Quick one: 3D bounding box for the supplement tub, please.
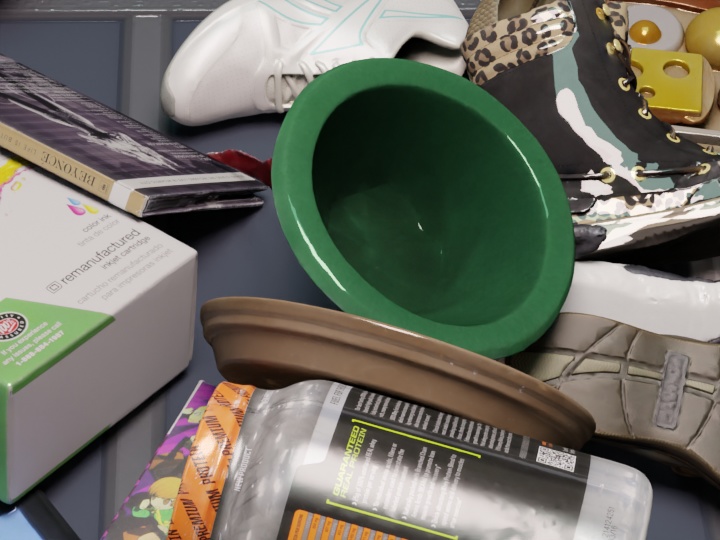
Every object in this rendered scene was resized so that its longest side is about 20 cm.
[{"bbox_3d":[0.020,0.121,1.014,0.199,0.123,0.123,16,47,4],"label":"supplement tub"}]

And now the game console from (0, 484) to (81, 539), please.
[{"bbox_3d":[-0.200,0.174,1.080,0.176,0.031,0.200,-27,54,-25],"label":"game console"}]

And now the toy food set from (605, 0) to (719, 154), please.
[{"bbox_3d":[0.204,-0.143,1.378,0.143,0.061,0.200,7,46,4],"label":"toy food set"}]

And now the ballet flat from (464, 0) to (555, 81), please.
[{"bbox_3d":[0.104,-0.155,1.381,0.067,0.046,0.200,37,39,-23],"label":"ballet flat"}]

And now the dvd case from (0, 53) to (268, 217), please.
[{"bbox_3d":[-0.166,-0.079,1.270,0.199,0.016,0.149,26,13,19],"label":"dvd case"}]

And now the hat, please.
[{"bbox_3d":[0.000,0.000,1.185,0.165,0.176,0.200,27,50,-12],"label":"hat"}]

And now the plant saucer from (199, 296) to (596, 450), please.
[{"bbox_3d":[0.014,0.059,1.103,0.199,0.200,0.030,15,77,11],"label":"plant saucer"}]

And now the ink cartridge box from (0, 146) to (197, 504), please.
[{"bbox_3d":[-0.206,0.011,1.183,0.200,0.084,0.145,28,44,25],"label":"ink cartridge box"}]

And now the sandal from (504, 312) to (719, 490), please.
[{"bbox_3d":[0.168,0.078,1.168,0.199,0.055,0.082,15,73,2],"label":"sandal"}]

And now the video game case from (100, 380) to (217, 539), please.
[{"bbox_3d":[-0.025,0.154,1.087,0.199,0.036,0.181,21,45,11],"label":"video game case"}]

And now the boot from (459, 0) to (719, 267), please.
[{"bbox_3d":[0.158,-0.079,1.270,0.199,0.073,0.151,-15,71,-1],"label":"boot"}]

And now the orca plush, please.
[{"bbox_3d":[0.127,0.014,1.218,0.199,0.106,0.071,-21,17,-10],"label":"orca plush"}]

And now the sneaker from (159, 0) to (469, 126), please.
[{"bbox_3d":[-0.022,-0.126,1.346,0.200,0.071,0.080,-23,54,-23],"label":"sneaker"}]
